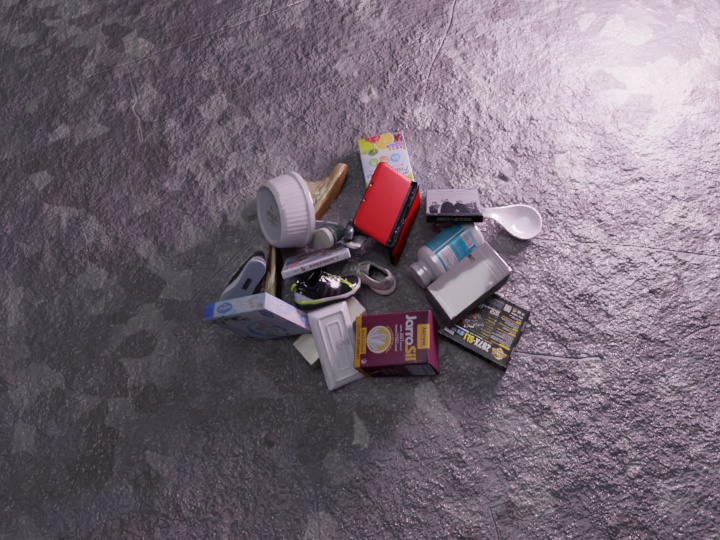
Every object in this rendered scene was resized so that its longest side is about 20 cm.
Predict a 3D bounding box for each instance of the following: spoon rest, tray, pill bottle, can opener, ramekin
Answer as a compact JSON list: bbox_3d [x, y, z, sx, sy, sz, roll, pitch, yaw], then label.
[{"bbox_3d":[0.390,-0.135,1.549,0.193,0.061,0.103,6,68,11],"label":"spoon rest"},{"bbox_3d":[-0.056,0.187,1.429,0.104,0.022,0.207,-18,97,-17],"label":"tray"},{"bbox_3d":[0.222,-0.042,1.504,0.198,0.111,0.112,-37,68,-9],"label":"pill bottle"},{"bbox_3d":[0.000,-0.113,1.526,0.052,0.069,0.201,13,27,12],"label":"can opener"},{"bbox_3d":[-0.207,-0.156,1.538,0.092,0.204,0.206,-14,62,-31],"label":"ramekin"}]

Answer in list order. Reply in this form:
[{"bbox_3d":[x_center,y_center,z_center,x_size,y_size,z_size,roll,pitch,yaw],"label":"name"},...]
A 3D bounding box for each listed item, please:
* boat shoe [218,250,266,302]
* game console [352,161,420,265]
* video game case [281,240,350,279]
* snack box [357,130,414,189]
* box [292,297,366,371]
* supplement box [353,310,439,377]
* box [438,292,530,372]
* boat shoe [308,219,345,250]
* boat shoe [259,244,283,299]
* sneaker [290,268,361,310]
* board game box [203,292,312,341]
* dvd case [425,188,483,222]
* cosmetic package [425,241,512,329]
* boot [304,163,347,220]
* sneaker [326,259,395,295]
[{"bbox_3d":[-0.318,0.030,1.543,0.072,0.202,0.069,25,26,-21],"label":"boat shoe"},{"bbox_3d":[0.074,-0.149,1.534,0.115,0.173,0.205,19,71,16],"label":"game console"},{"bbox_3d":[-0.116,-0.033,1.509,0.176,0.200,0.024,-18,102,0],"label":"video game case"},{"bbox_3d":[0.075,-0.295,1.659,0.137,0.053,0.206,-12,67,3],"label":"snack box"},{"bbox_3d":[-0.077,0.155,1.483,0.199,0.069,0.082,-43,69,-11],"label":"box"},{"bbox_3d":[0.089,0.183,1.410,0.193,0.103,0.135,-7,65,19],"label":"supplement box"},{"bbox_3d":[0.310,0.135,1.454,0.195,0.050,0.163,25,75,16],"label":"box"},{"bbox_3d":[-0.104,-0.101,1.554,0.061,0.198,0.075,-30,108,-23],"label":"boat shoe"},{"bbox_3d":[-0.253,0.022,1.562,0.069,0.072,0.207,-5,68,9],"label":"boat shoe"},{"bbox_3d":[-0.081,0.034,1.429,0.195,0.086,0.071,-20,24,-31],"label":"sneaker"},{"bbox_3d":[-0.246,0.118,1.414,0.193,0.199,0.045,-10,64,29],"label":"board game box"},{"bbox_3d":[0.247,-0.176,1.538,0.145,0.026,0.201,0,27,7],"label":"dvd case"},{"bbox_3d":[0.265,0.037,1.428,0.198,0.091,0.107,-37,71,-12],"label":"cosmetic package"},{"bbox_3d":[-0.140,-0.248,1.658,0.153,0.073,0.203,29,80,18],"label":"boot"},{"bbox_3d":[0.000,0.000,1.525,0.193,0.093,0.078,12,67,12],"label":"sneaker"}]
